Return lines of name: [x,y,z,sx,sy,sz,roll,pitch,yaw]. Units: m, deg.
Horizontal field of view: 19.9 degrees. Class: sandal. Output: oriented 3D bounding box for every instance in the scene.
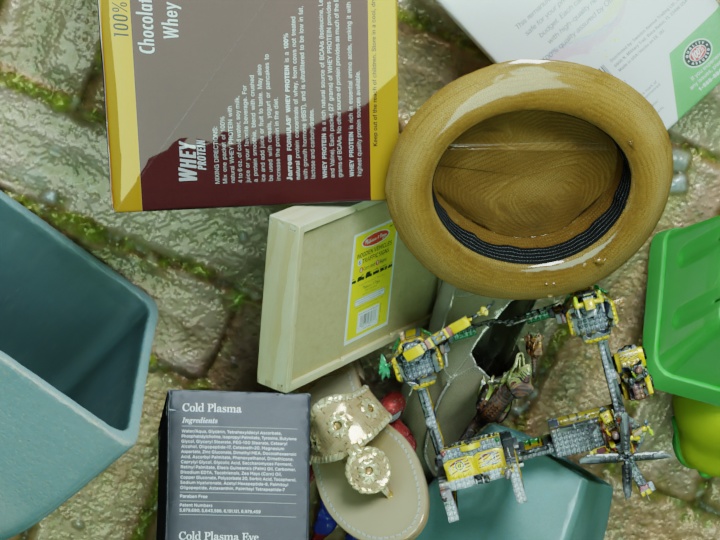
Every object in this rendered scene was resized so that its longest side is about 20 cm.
sandal: [-0.019,0.107,1.484,0.077,0.212,0.070,-33,134,8]

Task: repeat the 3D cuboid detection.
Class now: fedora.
fedora: [0.113,-0.074,1.413,0.199,0.082,0.202,-4,122,-6]

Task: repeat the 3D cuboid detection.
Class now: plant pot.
plant pot: [-0.286,0.084,1.470,0.195,0.197,0.200,36,114,-18]
plant pot: [0.099,0.227,1.569,0.141,0.141,0.201,29,93,22]

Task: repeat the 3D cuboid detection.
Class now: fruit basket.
fruit basket: [0.303,0.064,1.568,0.214,0.156,0.216,7,153,4]

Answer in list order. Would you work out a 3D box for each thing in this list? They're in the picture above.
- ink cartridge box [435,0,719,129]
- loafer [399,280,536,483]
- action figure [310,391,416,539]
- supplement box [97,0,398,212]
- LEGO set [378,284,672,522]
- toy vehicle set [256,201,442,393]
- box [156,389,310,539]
ink cartridge box: [0.157,-0.189,1.457,0.145,0.088,0.200,-42,112,10]
loafer: [0.081,0.078,1.553,0.075,0.068,0.201,-9,119,-46]
action figure: [-0.016,0.179,1.555,0.065,0.099,0.201,32,121,15]
supplement box: [-0.080,-0.158,1.418,0.198,0.133,0.199,-3,112,-5]
LEGO set: [0.115,0.095,1.456,0.198,0.116,0.155,-7,99,2]
toy vehicle set: [0.000,0.000,1.472,0.026,0.200,0.125,19,114,30]
box: [-0.096,0.191,1.486,0.103,0.200,0.183,1,78,-8]
